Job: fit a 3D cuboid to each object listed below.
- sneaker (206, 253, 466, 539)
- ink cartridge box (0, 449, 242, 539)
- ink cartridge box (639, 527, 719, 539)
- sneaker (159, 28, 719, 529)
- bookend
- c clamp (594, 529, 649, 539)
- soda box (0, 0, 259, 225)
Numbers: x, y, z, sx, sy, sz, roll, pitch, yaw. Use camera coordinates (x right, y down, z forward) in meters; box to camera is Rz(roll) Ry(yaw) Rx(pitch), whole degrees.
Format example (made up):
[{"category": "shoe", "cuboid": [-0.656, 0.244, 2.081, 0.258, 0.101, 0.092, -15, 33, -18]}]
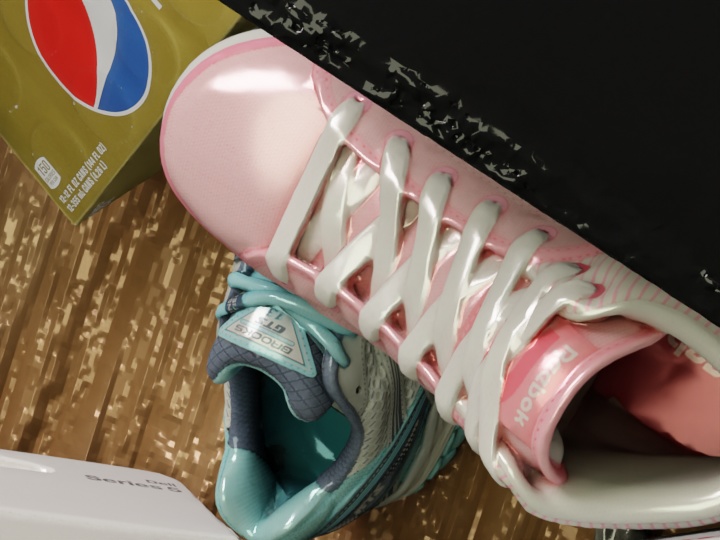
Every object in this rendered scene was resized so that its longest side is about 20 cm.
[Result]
[{"category": "sneaker", "cuboid": [0.000, 0.000, 0.819, 0.077, 0.086, 0.200, 26, 129, 26]}, {"category": "ink cartridge box", "cuboid": [-0.130, 0.158, 0.873, 0.145, 0.084, 0.201, 9, 95, -21]}, {"category": "ink cartridge box", "cuboid": [0.117, 0.104, 0.727, 0.146, 0.200, 0.084, -9, 84, 17]}, {"category": "sneaker", "cuboid": [0.030, 0.001, 0.726, 0.200, 0.105, 0.075, 28, 108, 8]}, {"category": "bookend", "cuboid": [0.078, -0.116, 0.648, 0.198, 0.092, 0.200, 32, 109, 2]}, {"category": "c clamp", "cuboid": [0.141, 0.113, 0.834, 0.200, 0.027, 0.171, 47, 105, 17]}, {"category": "soda box", "cuboid": [-0.045, -0.097, 0.814, 0.068, 0.064, 0.200, 50, 140, 5]}]
